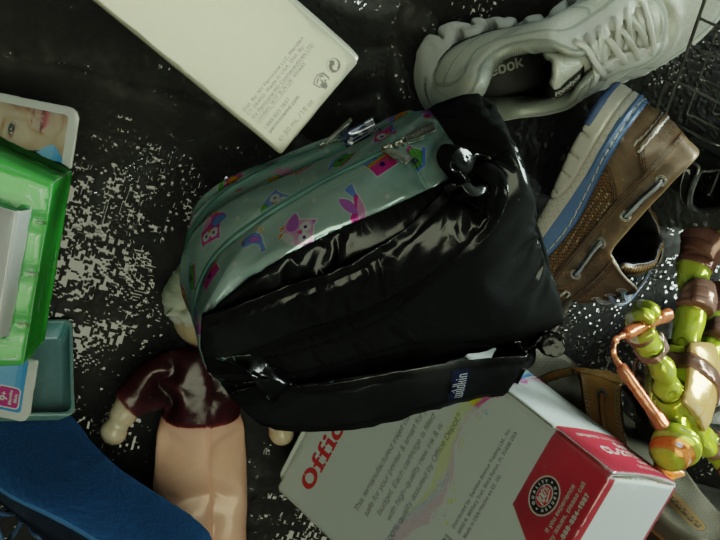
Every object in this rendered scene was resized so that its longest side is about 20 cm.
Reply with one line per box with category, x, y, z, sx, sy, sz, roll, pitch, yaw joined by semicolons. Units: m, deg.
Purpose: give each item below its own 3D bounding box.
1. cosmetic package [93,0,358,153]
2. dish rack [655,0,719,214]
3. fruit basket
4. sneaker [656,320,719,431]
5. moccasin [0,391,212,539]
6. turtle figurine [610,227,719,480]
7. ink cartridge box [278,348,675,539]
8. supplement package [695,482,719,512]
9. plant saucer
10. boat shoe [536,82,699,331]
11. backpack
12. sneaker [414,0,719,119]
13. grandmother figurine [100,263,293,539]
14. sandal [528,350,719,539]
cosmetic package;-0.103;-0.161;0.852;0.200;0.105;0.071;39;96;-23
dish rack;0.251;-0.139;0.922;0.152;0.054;0.202;-10;125;-41
fruit basket;-0.268;-0.019;0.868;0.198;0.094;0.187;11;100;-8
sneaker;0.268;0.095;1.040;0.081;0.075;0.201;-41;113;-6
moccasin;-0.178;0.144;0.928;0.199;0.080;0.068;38;140;14
turtle figurine;0.203;0.067;0.932;0.200;0.064;0.162;47;50;-29
ink cartridge box;0.064;0.128;0.932;0.082;0.200;0.147;14;109;-50
supplement package;0.202;0.204;1.036;0.198;0.114;0.111;19;103;-18
plant saucer;-0.269;0.062;0.916;0.197;0.070;0.019;-1;143;-11
boat shoe;0.141;-0.015;0.926;0.072;0.072;0.201;33;142;14
backpack;0.000;0.000;0.861;0.198;0.127;0.168;-22;126;1
sneaker;0.133;-0.131;0.918;0.198;0.081;0.076;-23;110;-5
grandmother figurine;-0.102;0.089;0.965;0.120;0.060;0.202;-3;107;-29
sandal;0.162;0.101;0.966;0.081;0.200;0.055;-8;136;-46
